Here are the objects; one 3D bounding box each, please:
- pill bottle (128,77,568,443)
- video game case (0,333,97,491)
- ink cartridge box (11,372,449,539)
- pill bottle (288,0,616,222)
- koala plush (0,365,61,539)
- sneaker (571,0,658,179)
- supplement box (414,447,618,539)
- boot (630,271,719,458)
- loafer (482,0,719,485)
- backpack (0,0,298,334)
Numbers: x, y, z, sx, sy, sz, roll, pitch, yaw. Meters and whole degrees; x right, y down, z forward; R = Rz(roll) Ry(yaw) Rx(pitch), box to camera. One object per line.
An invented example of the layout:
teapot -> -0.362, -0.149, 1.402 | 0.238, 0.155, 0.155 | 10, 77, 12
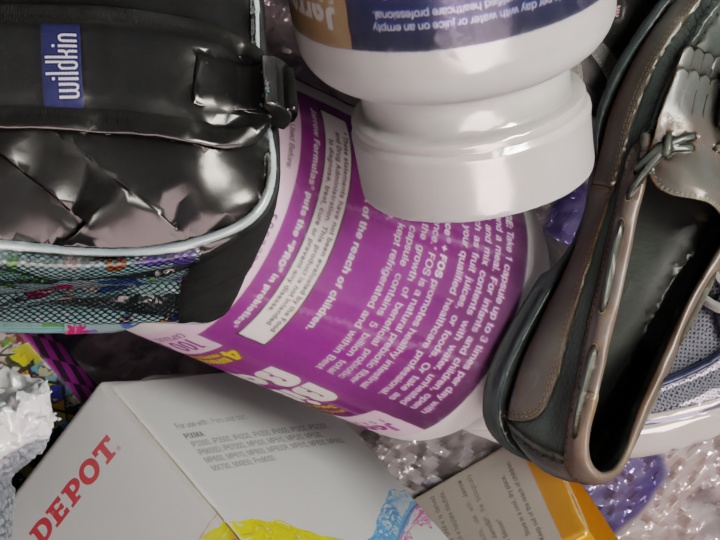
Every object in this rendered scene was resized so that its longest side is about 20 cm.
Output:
pill bottle -> 0.000, 0.000, 1.059 | 0.200, 0.112, 0.112 | 24, 117, -32
video game case -> -0.216, 0.048, 1.073 | 0.181, 0.036, 0.200 | -30, 131, 8
ink cartridge box -> -0.042, 0.156, 1.090 | 0.145, 0.200, 0.144 | -50, 158, 22
pill bottle -> 0.026, -0.123, 0.923 | 0.111, 0.111, 0.201 | -13, 114, -9
koala plush -> -0.210, 0.095, 0.979 | 0.199, 0.184, 0.178 | -4, 140, -27
sneaker -> 0.089, -0.095, 1.041 | 0.199, 0.076, 0.088 | 19, 114, -30
supplement box -> 0.029, 0.174, 1.236 | 0.200, 0.074, 0.126 | -30, 131, 6
boot -> 0.164, -0.001, 1.152 | 0.199, 0.073, 0.091 | -25, 125, -9
loafer -> 0.114, -0.014, 1.013 | 0.072, 0.063, 0.201 | 21, 96, -30
backpack -> -0.137, -0.065, 0.916 | 0.199, 0.178, 0.151 | 0, 158, -17
